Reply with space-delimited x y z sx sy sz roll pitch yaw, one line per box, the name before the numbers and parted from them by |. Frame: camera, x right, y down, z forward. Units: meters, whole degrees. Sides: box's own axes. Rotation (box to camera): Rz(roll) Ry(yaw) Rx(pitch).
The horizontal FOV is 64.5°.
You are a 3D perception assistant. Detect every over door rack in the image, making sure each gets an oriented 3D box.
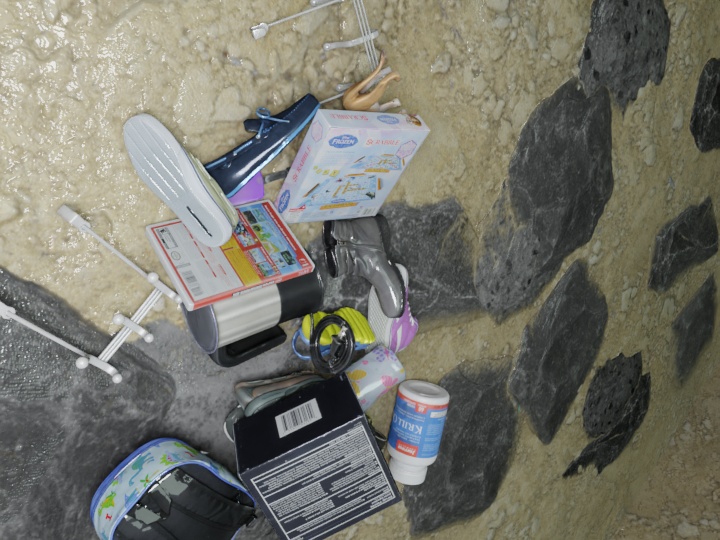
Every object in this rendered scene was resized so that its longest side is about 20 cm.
over door rack | -0.340 0.040 0.729 0.148 0.067 0.200 -55 132 -15
over door rack | -0.063 -0.332 0.876 0.200 0.067 0.148 -30 123 -16

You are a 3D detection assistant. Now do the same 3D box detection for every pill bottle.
pill bottle | 0.118 0.347 1.223 0.112 0.112 0.201 2 101 -43

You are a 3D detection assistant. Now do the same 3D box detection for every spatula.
spatula | -0.126 -0.150 0.901 0.200 0.021 0.057 -22 114 -36

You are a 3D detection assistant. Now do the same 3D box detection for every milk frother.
milk frother | -0.133 0.078 0.846 0.188 0.200 0.181 -20 117 -36

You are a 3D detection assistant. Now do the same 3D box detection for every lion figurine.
lion figurine | 0.009 -0.253 0.905 0.122 0.073 0.200 -27 152 2

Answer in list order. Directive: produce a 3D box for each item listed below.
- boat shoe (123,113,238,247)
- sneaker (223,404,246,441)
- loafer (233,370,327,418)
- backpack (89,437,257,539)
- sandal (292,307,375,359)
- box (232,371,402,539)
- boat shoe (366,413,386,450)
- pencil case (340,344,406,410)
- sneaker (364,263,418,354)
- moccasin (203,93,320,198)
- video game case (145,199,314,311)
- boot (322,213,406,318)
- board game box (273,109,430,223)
boat shoe | -0.241 -0.123 0.775 0.200 0.072 0.062 59 24 -21
sneaker | -0.152 0.296 0.981 0.075 0.085 0.200 -53 132 -17
loafer | -0.131 0.199 0.982 0.200 0.063 0.072 -2 132 -57
backpack | -0.283 0.343 0.834 0.183 0.147 0.200 -48 134 -19
sandal | -0.052 0.118 1.033 0.087 0.080 0.200 -44 149 26
box | -0.068 0.301 0.896 0.200 0.123 0.199 -24 118 -6
boat shoe | -0.009 0.304 1.122 0.201 0.072 0.061 35 83 -40
pencil case | -0.011 0.220 1.028 0.200 0.083 0.091 -36 146 -22
sneaker | 0.073 0.075 1.129 0.114 0.073 0.201 -8 120 -44
moccasin | -0.144 -0.189 0.813 0.200 0.080 0.068 -45 103 -7
video game case | -0.183 -0.029 0.818 0.200 0.143 0.017 -19 152 -36
boot | 0.000 0.000 1.015 0.131 0.070 0.201 -13 84 -37
board game box | -0.016 -0.161 0.906 0.200 0.041 0.200 -9 147 -39
